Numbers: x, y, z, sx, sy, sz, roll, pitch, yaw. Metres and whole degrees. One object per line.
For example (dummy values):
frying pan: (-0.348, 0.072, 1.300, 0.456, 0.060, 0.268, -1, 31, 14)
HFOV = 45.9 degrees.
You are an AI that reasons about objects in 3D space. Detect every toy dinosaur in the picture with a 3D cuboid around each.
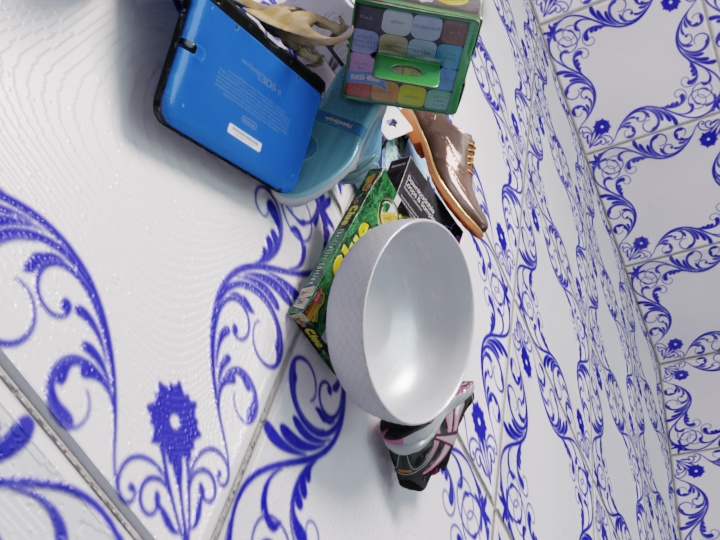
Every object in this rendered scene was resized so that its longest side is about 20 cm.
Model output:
toy dinosaur: (-0.063, -0.228, 0.810, 0.101, 0.199, 0.059, 3, 116, -53)

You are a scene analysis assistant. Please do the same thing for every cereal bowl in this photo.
cereal bowl: (0.031, 0.049, 0.840, 0.199, 0.083, 0.203, 0, 90, -52)

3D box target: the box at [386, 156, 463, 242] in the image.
box: (0.054, -0.013, 1.008, 0.143, 0.036, 0.201, 50, 50, -37)

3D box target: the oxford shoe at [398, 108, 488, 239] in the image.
oxford shoe: (0.120, -0.136, 1.078, 0.202, 0.072, 0.071, 63, 7, 13)

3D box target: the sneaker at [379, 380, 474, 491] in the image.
sneaker: (0.077, 0.187, 0.978, 0.199, 0.080, 0.087, -24, 109, -59)

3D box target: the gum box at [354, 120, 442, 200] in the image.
gum box: (0.062, -0.084, 1.126, 0.201, 0.044, 0.170, 65, 26, -23)

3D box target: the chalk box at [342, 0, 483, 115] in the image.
chalk box: (0.052, -0.243, 0.851, 0.124, 0.123, 0.202, 102, -3, -54)

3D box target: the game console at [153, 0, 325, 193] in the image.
game console: (-0.131, -0.184, 0.767, 0.200, 0.117, 0.173, 27, 77, -58)

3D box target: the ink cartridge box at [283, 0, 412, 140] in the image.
ink cartridge box: (0.010, -0.259, 1.013, 0.201, 0.067, 0.116, 52, 25, 0)

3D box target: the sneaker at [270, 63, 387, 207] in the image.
sneaker: (-0.028, -0.116, 0.911, 0.201, 0.079, 0.131, -54, 165, -28)

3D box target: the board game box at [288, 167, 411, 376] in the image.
board game box: (0.000, 0.000, 0.886, 0.105, 0.023, 0.201, 54, 50, -35)
